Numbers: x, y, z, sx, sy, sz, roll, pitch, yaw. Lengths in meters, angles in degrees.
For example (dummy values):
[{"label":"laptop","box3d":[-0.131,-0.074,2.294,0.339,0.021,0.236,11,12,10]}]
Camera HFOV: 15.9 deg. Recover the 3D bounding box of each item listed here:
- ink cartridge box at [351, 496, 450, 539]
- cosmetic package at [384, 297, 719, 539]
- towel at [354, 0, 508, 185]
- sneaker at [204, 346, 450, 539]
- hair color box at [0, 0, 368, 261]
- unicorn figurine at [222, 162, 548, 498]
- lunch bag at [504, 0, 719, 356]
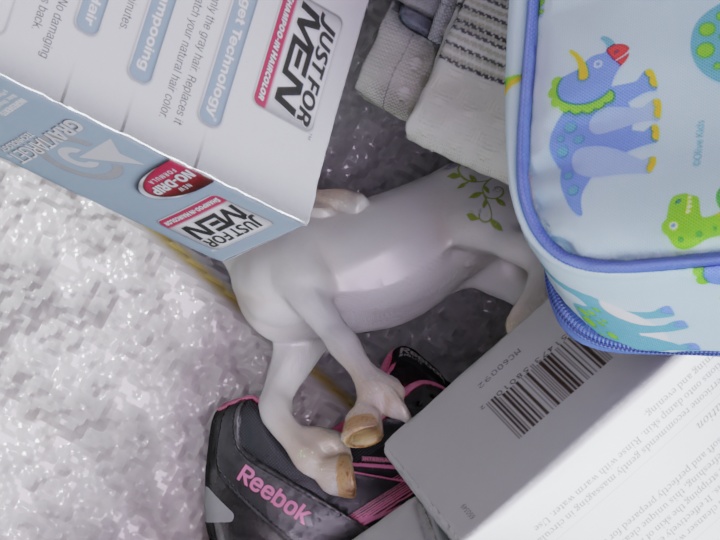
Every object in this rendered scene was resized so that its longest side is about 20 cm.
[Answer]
[{"label":"ink cartridge box","box3d":[0.025,0.196,0.850,0.147,0.086,0.200,-36,118,9]},{"label":"cosmetic package","box3d":[0.113,0.103,0.810,0.107,0.085,0.200,-39,115,-3]},{"label":"towel","box3d":[0.111,-0.104,0.814,0.199,0.035,0.194,24,92,19]},{"label":"sneaker","box3d":[0.036,0.073,0.895,0.198,0.079,0.096,-2,83,-14]},{"label":"hair color box","box3d":[-0.099,-0.090,0.772,0.199,0.061,0.100,26,66,-24]},{"label":"unicorn figurine","box3d":[0.000,0.000,0.864,0.199,0.074,0.138,-6,54,-21]},{"label":"lunch bag","box3d":[0.120,-0.076,0.731,0.159,0.083,0.201,-4,63,16]}]
